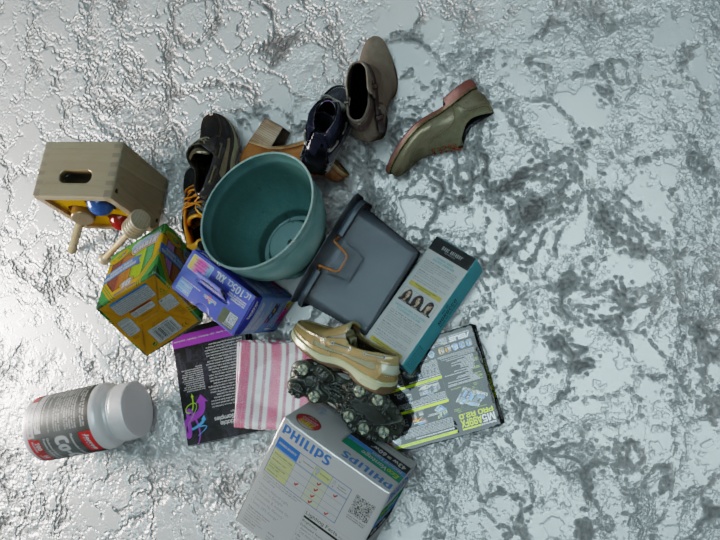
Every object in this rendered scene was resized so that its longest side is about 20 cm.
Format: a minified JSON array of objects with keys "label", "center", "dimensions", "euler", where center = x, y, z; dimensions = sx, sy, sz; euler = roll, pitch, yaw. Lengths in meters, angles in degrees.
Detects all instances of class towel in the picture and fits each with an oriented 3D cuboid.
[{"label":"towel","center":[-0.109,0.190,1.229],"dimensions":[0.197,0.030,0.149],"euler":[1,85,4]}]

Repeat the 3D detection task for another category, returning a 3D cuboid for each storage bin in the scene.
[{"label":"storage bin","center":[0.000,0.000,1.188],"dimensions":[0.133,0.146,0.201],"euler":[32,94,7]}]

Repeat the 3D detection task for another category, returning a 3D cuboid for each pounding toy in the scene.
[{"label":"pounding toy","center":[-0.469,-0.122,1.321],"dimensions":[0.197,0.184,0.144],"euler":[2,73,16]}]

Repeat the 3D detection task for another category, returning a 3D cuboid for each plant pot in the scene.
[{"label":"plant pot","center":[-0.133,-0.066,1.186],"dimensions":[0.198,0.134,0.203],"euler":[-11,62,21]}]

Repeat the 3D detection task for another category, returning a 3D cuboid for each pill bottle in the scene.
[{"label":"pill bottle","center":[-0.473,0.260,1.304],"dimensions":[0.197,0.114,0.116],"euler":[-13,81,15]}]

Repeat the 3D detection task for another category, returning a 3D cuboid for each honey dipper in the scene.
[{"label":"honey dipper","center":[-0.422,-0.053,1.315],"dimensions":[0.199,0.038,0.038],"euler":[-28,74,48]}]

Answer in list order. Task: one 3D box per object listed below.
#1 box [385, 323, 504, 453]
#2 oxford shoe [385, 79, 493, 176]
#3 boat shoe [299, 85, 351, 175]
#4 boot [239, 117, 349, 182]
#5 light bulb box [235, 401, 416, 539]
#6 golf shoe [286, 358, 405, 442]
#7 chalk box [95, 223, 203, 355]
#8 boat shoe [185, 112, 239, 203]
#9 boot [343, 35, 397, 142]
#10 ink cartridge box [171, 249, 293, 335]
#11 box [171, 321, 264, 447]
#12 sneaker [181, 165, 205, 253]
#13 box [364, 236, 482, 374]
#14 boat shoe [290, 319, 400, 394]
[{"label":"box","center":[0.108,0.189,1.177],"dimensions":[0.198,0.044,0.162],"euler":[-19,80,14]},{"label":"oxford shoe","center":[0.126,-0.214,1.202],"dimensions":[0.200,0.070,0.075],"euler":[-43,80,9]},{"label":"boat shoe","center":[-0.044,-0.252,1.198],"dimensions":[0.074,0.093,0.202],"euler":[15,53,-2]},{"label":"boot","center":[-0.125,-0.151,1.270],"dimensions":[0.199,0.074,0.156],"euler":[31,94,26]},{"label":"light bulb box","center":[-0.052,0.338,1.143],"dimensions":[0.197,0.125,0.202],"euler":[31,108,16]},{"label":"golf shoe","center":[-0.016,0.191,1.162],"dimensions":[0.198,0.088,0.078],"euler":[29,100,8]},{"label":"chalk box","center":[-0.345,0.017,1.265],"dimensions":[0.124,0.124,0.201],"euler":[-30,33,11]},{"label":"boat shoe","center":[-0.254,-0.198,1.280],"dimensions":[0.074,0.073,0.202],"euler":[-33,53,28]},{"label":"boot","center":[0.013,-0.304,1.202],"dimensions":[0.069,0.146,0.203],"euler":[-6,83,15]},{"label":"ink cartridge box","center":[-0.206,0.036,1.201],"dimensions":[0.136,0.200,0.077],"euler":[35,98,15]},{"label":"box","center":[-0.244,0.189,1.285],"dimensions":[0.141,0.036,0.203],"euler":[-13,80,14]},{"label":"sneaker","center":[-0.276,-0.104,1.295],"dimensions":[0.077,0.077,0.202],"euler":[-24,65,15]},{"label":"box","center":[0.099,0.053,1.162],"dimensions":[0.082,0.049,0.201],"euler":[32,81,31]},{"label":"boat shoe","center":[-0.020,0.110,1.137],"dimensions":[0.198,0.071,0.077],"euler":[24,114,27]}]
